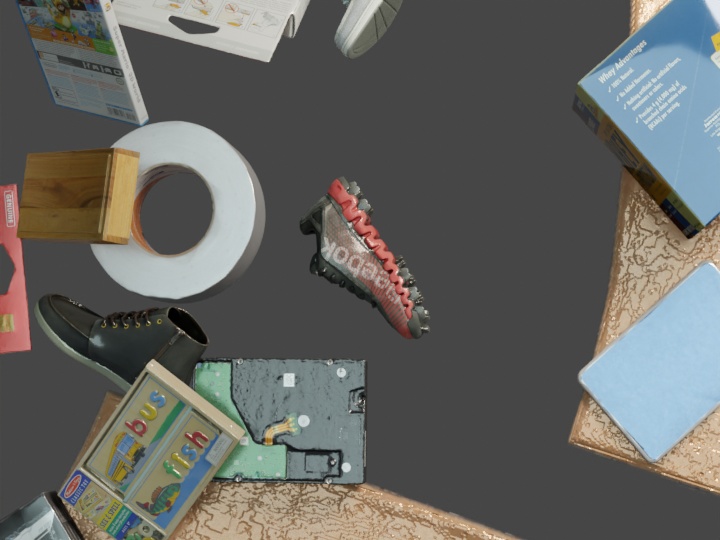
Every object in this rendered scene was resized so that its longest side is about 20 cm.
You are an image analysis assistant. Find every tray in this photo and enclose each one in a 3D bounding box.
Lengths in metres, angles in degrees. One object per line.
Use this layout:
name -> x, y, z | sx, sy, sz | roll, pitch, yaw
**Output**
tray -> -0.317, -0.082, 1.571 | 0.199, 0.037, 0.100 | 3, 84, 49

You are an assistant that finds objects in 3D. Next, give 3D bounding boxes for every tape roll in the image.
tape roll -> -0.210, -0.065, 1.607 | 0.197, 0.066, 0.203 | -1, 84, 6

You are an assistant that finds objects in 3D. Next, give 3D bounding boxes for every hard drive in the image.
hard drive -> -0.091, 0.168, 1.589 | 0.197, 0.038, 0.142 | -1, 85, 5

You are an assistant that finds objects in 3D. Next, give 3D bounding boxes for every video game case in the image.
video game case -> -0.316, -0.258, 1.564 | 0.142, 0.202, 0.018 | 17, 47, 32

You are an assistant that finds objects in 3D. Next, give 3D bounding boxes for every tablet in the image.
tablet -> 0.352, 0.100, 1.560 | 0.200, 0.014, 0.130 | -42, 82, 1

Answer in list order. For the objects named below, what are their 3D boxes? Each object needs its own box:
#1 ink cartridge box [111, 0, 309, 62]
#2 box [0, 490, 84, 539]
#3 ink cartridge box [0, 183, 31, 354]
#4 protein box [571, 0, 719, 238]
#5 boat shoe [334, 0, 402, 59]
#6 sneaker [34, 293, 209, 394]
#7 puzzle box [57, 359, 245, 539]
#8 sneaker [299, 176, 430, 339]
ink cartridge box -> -0.166, -0.299, 1.588 | 0.197, 0.044, 0.175 | 15, 53, 7
box -> -0.363, 0.376, 1.594 | 0.157, 0.050, 0.201 | -33, 83, 2
ink cartridge box -> -0.479, 0.004, 1.641 | 0.174, 0.045, 0.203 | -7, 85, 7
protein box -> 0.367, -0.179, 1.520 | 0.198, 0.135, 0.200 | -41, 83, 2
boat shoe -> 0.019, -0.335, 1.605 | 0.064, 0.074, 0.204 | 25, 84, 13
sneaker -> -0.264, 0.062, 1.584 | 0.199, 0.075, 0.107 | 34, 110, 3
puzzle box -> -0.233, 0.213, 1.566 | 0.132, 0.025, 0.201 | 36, 110, 1
sneaker -> 0.000, 0.000, 1.577 | 0.097, 0.071, 0.202 | -33, 81, 2
